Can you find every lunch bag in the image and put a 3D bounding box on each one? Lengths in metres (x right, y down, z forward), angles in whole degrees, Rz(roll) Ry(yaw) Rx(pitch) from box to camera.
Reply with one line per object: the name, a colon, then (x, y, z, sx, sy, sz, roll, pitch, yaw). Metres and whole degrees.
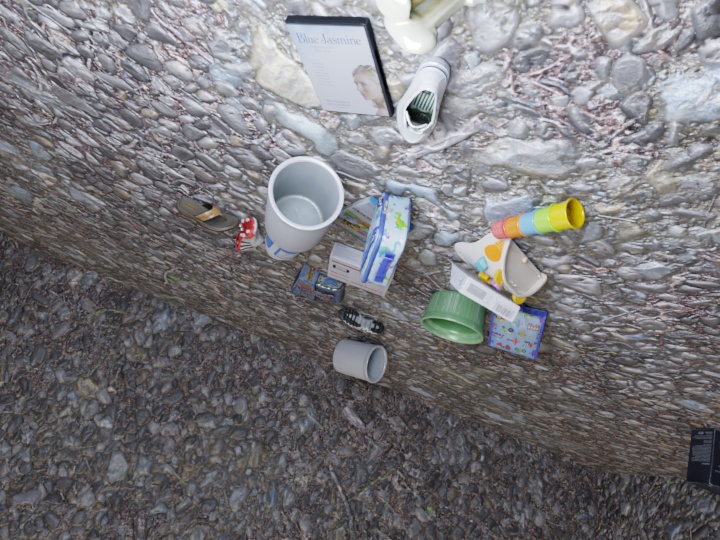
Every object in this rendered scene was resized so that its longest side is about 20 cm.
lunch bag: (0.056, -0.065, 1.232, 0.081, 0.162, 0.201, 13, 146, -5)
lunch bag: (0.463, 0.161, 1.579, 0.149, 0.095, 0.201, 15, 149, 21)

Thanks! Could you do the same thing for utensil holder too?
utensil holder: (-0.004, 0.412, 2.474, 0.198, 0.171, 0.170, 8, 156, 35)
utensil holder: (-0.141, -0.144, 1.253, 0.168, 0.172, 0.200, 23, 160, -8)

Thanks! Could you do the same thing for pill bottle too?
pill bottle: (-0.207, -0.093, 1.516, 0.111, 0.113, 0.200, 27, 159, -17)

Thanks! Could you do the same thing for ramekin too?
ramekin: (0.293, 0.142, 1.654, 0.198, 0.099, 0.200, 18, 159, 7)

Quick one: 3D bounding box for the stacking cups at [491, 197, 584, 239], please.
stacking cups: (0.345, -0.095, 1.078, 0.060, 0.061, 0.199, 31, 157, -27)

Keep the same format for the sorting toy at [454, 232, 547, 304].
sorting toy: (0.317, -0.012, 1.294, 0.200, 0.107, 0.179, 37, 172, -38)

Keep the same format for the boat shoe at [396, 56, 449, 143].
boat shoe: (0.093, -0.262, 0.887, 0.073, 0.067, 0.200, 19, 159, 4)

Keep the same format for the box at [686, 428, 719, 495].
box: (1.324, 0.710, 1.958, 0.195, 0.202, 0.118, 23, 159, -5)

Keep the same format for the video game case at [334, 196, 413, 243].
video game case: (0.021, -0.124, 1.364, 0.142, 0.018, 0.199, 31, 156, -27)

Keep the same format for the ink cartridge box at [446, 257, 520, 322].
ink cartridge box: (0.291, 0.043, 1.339, 0.160, 0.050, 0.200, 29, -172, -14)

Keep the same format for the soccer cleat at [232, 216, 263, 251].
soccer cleat: (-0.339, -0.112, 1.668, 0.084, 0.069, 0.200, 2, 159, -27)

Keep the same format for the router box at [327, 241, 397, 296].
router box: (0.000, 0.000, 1.641, 0.198, 0.049, 0.180, 20, 159, 1)

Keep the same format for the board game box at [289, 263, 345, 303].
board game box: (-0.156, 0.052, 1.896, 0.198, 0.062, 0.200, 19, 160, 5)

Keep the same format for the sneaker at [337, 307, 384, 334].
sneaker: (-0.008, 0.211, 2.142, 0.198, 0.067, 0.090, 24, 157, -15)

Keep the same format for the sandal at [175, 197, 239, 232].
sandal: (-0.464, -0.179, 1.622, 0.198, 0.082, 0.055, 27, 138, 2)

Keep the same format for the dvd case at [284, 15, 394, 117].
dvd case: (-0.028, -0.334, 0.891, 0.141, 0.018, 0.200, 13, 157, 22)

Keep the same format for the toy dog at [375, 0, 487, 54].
toy dog: (0.063, -0.381, 0.571, 0.195, 0.139, 0.200, 53, 171, 21)
